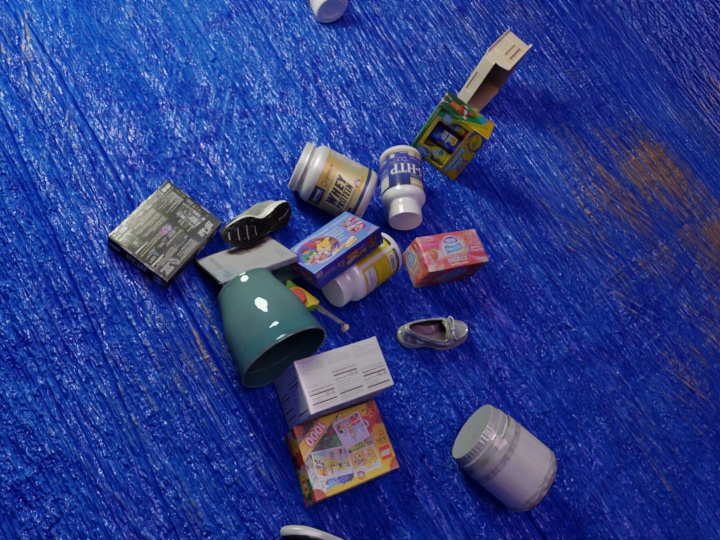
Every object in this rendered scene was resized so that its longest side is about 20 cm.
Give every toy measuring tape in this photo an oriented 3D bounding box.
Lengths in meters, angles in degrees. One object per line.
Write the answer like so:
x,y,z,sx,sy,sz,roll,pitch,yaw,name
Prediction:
-0.121,0.096,1.384,0.198,0.074,0.074,36,55,-3,toy measuring tape

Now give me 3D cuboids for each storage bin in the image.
0.420,-0.629,1.939,0.093,0.200,0.199,40,55,2,storage bin

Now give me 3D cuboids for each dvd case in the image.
-0.256,-0.023,1.361,0.197,0.018,0.142,-22,34,-32,dvd case

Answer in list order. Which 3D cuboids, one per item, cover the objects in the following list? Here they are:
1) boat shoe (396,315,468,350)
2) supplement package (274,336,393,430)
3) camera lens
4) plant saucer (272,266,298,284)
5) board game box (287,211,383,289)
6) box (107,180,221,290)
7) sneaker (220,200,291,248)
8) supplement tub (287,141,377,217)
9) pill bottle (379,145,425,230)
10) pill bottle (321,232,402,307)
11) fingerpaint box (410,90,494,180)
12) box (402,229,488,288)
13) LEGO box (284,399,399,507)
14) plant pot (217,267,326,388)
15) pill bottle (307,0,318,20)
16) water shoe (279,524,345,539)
0.186,0.151,1.500,0.198,0.065,0.076,3,63,-24,boat shoe
-0.059,0.238,1.283,0.196,0.156,0.113,-13,71,-29,supplement package
0.325,0.422,1.364,0.199,0.160,0.161,39,55,-1,camera lens
-0.194,0.001,1.430,0.198,0.019,0.071,-29,79,-35,plant saucer
-0.063,-0.052,1.414,0.199,0.045,0.134,-36,40,-23,board game box
-0.429,-0.083,1.348,0.159,0.044,0.201,36,55,-4,box
-0.252,-0.112,1.429,0.078,0.076,0.199,17,33,34,sneaker
-0.071,-0.221,1.528,0.197,0.145,0.147,25,56,-11,supplement tub
0.113,-0.218,1.628,0.117,0.120,0.204,8,61,-21,pill bottle
0.000,0.000,1.464,0.199,0.113,0.113,-35,81,-35,pill bottle
0.256,-0.377,1.730,0.165,0.200,0.074,34,56,-4,fingerpaint box
0.222,-0.034,1.596,0.196,0.095,0.104,-9,67,-28,box
-0.040,0.377,1.267,0.196,0.077,0.151,-12,69,-30,LEGO box
-0.201,0.108,1.275,0.197,0.201,0.189,-21,63,-32,plant pot
-0.125,-0.877,1.868,0.110,0.112,0.203,-16,71,-30,pill bottle
-0.068,0.551,1.166,0.197,0.072,0.080,25,58,-11,water shoe
